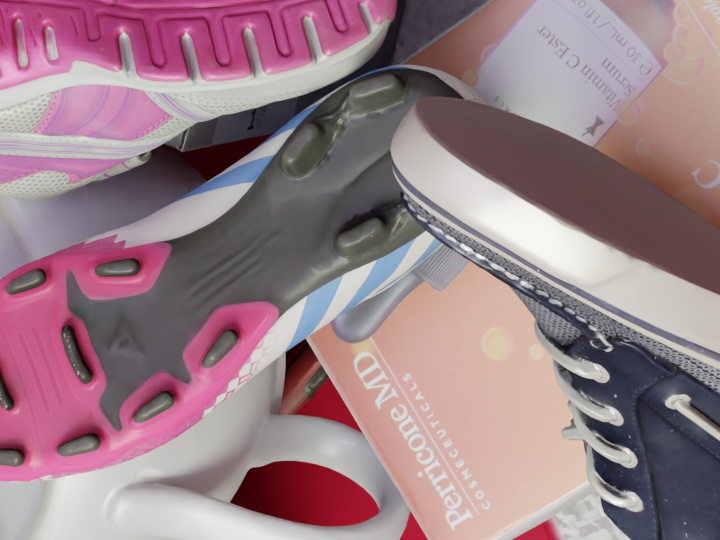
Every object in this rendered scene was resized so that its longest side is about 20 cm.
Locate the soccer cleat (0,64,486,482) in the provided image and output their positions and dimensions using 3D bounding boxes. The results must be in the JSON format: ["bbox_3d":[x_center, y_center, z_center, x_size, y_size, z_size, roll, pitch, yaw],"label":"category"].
[{"bbox_3d":[-0.041,0.007,0.806,0.200,0.086,0.070,-30,79,7],"label":"soccer cleat"}]

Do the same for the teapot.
[{"bbox_3d":[-0.093,0.028,0.929,0.197,0.146,0.201,-23,78,48],"label":"teapot"}]

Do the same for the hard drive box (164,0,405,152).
[{"bbox_3d":[-0.102,-0.115,0.934,0.199,0.156,0.077,20,106,23],"label":"hard drive box"}]

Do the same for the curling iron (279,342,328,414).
[{"bbox_3d":[0.000,0.000,0.972,0.200,0.026,0.050,-44,76,24],"label":"curling iron"}]

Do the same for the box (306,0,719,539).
[{"bbox_3d":[0.084,-0.018,0.872,0.200,0.106,0.153,-35,82,17],"label":"box"}]

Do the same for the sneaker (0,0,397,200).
[{"bbox_3d":[-0.085,-0.071,0.808,0.199,0.088,0.082,-6,67,8],"label":"sneaker"}]

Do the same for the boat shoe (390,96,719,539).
[{"bbox_3d":[0.079,0.030,0.760,0.199,0.075,0.093,27,113,-17],"label":"boat shoe"}]
